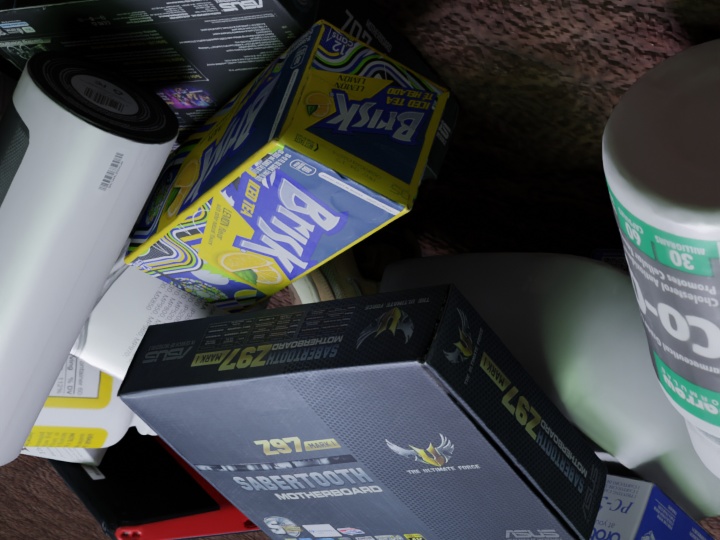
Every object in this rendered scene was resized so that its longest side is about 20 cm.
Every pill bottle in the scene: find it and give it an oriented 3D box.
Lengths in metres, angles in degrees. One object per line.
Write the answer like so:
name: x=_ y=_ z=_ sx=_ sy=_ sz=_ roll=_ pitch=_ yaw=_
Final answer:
pill bottle: x=0.178 y=0.005 z=0.828 sx=0.113 sy=0.113 sz=0.200 roll=7 pitch=141 yaw=27
pill bottle: x=-0.199 y=0.052 z=1.154 sx=0.199 sy=0.115 sz=0.114 roll=3 pitch=162 yaw=-18

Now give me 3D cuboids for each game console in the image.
game console: x=-0.127 y=0.139 z=1.332 sx=0.176 sy=0.031 sz=0.200 roll=-7 pitch=-159 yaw=-27

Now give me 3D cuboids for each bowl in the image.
bowl: x=0.112 y=0.071 z=1.002 sx=0.200 sy=0.075 sz=0.199 roll=39 pitch=156 yaw=-31

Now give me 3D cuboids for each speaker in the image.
speaker: x=-0.164 y=-0.002 z=0.917 sx=0.081 sy=0.081 sz=0.200 roll=25 pitch=113 yaw=-12

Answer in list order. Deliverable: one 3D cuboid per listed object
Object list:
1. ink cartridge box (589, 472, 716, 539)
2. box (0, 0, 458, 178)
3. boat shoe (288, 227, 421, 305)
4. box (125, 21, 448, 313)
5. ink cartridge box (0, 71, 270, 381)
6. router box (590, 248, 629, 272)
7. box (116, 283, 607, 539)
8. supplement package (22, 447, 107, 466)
ink cartridge box: x=0.091 y=0.136 z=1.017 sx=0.200 sy=0.044 sz=0.094 roll=6 pitch=154 yaw=43
box: x=-0.074 y=-0.103 z=0.927 sx=0.199 sy=0.044 sz=0.160 roll=0 pitch=150 yaw=38
boat shoe: x=0.000 y=0.000 z=1.074 sx=0.076 sy=0.072 sz=0.200 roll=-8 pitch=149 yaw=20
box: x=-0.040 y=-0.041 z=0.879 sx=0.070 sy=0.064 sz=0.200 roll=27 pitch=155 yaw=-17
ink cartridge box: x=-0.160 y=-0.023 z=1.035 sx=0.200 sy=0.083 sz=0.147 roll=29 pitch=-163 yaw=-20
router box: x=0.243 y=0.055 z=1.014 sx=0.199 sy=0.049 sz=0.180 roll=2 pitch=151 yaw=36
box: x=0.000 y=0.081 z=0.939 sx=0.200 sy=0.051 sz=0.158 roll=-8 pitch=136 yaw=37
supplement package: x=-0.264 y=0.052 z=1.320 sx=0.199 sy=0.110 sz=0.114 roll=5 pitch=144 yaw=31
